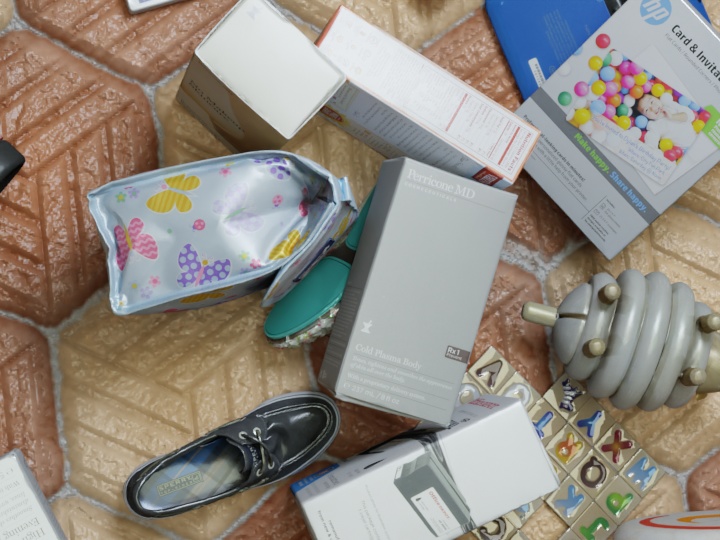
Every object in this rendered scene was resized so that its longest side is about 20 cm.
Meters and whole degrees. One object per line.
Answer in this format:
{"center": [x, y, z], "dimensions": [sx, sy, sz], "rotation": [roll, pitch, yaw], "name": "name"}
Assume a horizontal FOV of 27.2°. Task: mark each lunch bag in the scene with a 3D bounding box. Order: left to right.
{"center": [-0.101, -0.030, 1.206], "dimensions": [0.199, 0.170, 0.128], "rotation": [-15, 89, 1], "name": "lunch bag"}

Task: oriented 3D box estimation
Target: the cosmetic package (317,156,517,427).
{"center": [0.046, 0.016, 1.222], "dimensions": [0.106, 0.090, 0.201], "rotation": [15, 91, -12], "name": "cosmetic package"}

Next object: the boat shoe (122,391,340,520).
{"center": [-0.107, 0.158, 1.263], "dimensions": [0.199, 0.066, 0.070], "rotation": [-19, 90, -11], "name": "boat shoe"}

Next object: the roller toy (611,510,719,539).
{"center": [0.309, 0.283, 1.274], "dimensions": [0.182, 0.200, 0.141], "rotation": [-3, 87, 13], "name": "roller toy"}

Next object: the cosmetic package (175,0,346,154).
{"center": [-0.086, -0.150, 1.217], "dimensions": [0.105, 0.200, 0.071], "rotation": [42, 80, -5], "name": "cosmetic package"}

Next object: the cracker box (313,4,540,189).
{"center": [0.042, -0.136, 1.272], "dimensions": [0.200, 0.134, 0.058], "rotation": [32, 78, -7], "name": "cracker box"}

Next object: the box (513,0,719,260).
{"center": [0.240, -0.133, 1.297], "dimensions": [0.200, 0.041, 0.156], "rotation": [-44, 85, 18], "name": "box"}

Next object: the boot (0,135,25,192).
{"center": [-0.383, -0.067, 1.227], "dimensions": [0.200, 0.072, 0.144], "rotation": [-39, 95, -14], "name": "boot"}

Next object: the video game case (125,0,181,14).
{"center": [-0.129, -0.321, 1.312], "dimensions": [0.199, 0.018, 0.144], "rotation": [-18, 90, -11], "name": "video game case"}

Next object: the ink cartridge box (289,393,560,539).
{"center": [0.050, 0.181, 1.245], "dimensions": [0.199, 0.145, 0.085], "rotation": [-24, 90, -7], "name": "ink cartridge box"}

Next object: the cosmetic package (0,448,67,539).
{"center": [-0.280, 0.258, 1.224], "dimensions": [0.101, 0.074, 0.201], "rotation": [-29, 91, -10], "name": "cosmetic package"}

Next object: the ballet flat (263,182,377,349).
{"center": [0.000, 0.000, 1.295], "dimensions": [0.200, 0.076, 0.064], "rotation": [-50, 129, -4], "name": "ballet flat"}

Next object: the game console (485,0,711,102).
{"center": [0.235, -0.199, 1.371], "dimensions": [0.170, 0.118, 0.201], "rotation": [-23, 91, 21], "name": "game console"}

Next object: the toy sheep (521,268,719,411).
{"center": [0.239, 0.059, 1.300], "dimensions": [0.199, 0.138, 0.138], "rotation": [21, 83, 1], "name": "toy sheep"}

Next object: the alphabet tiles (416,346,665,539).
{"center": [0.153, 0.173, 1.340], "dimensions": [0.200, 0.008, 0.167], "rotation": [45, 81, -5], "name": "alphabet tiles"}
